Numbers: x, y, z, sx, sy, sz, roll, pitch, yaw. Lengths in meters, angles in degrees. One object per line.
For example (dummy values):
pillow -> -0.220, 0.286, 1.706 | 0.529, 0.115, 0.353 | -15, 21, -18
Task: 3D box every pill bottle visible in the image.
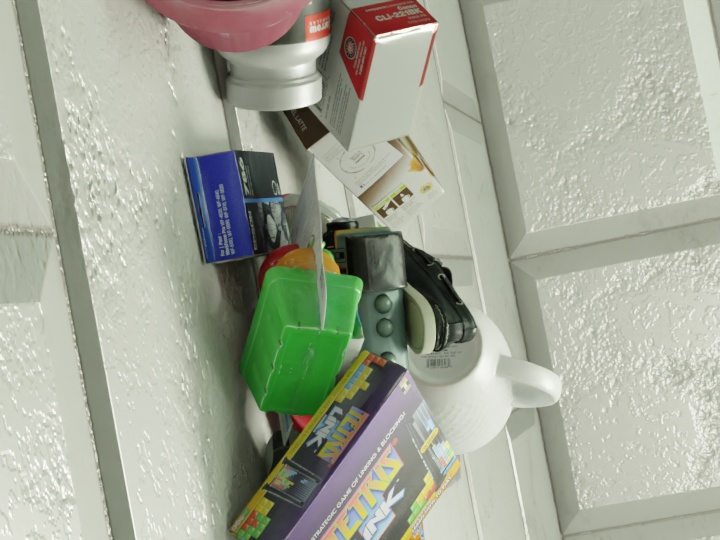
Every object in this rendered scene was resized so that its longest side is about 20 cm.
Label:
pill bottle -> -0.086, -0.262, 1.714 | 0.116, 0.115, 0.201 | -68, 157, -69

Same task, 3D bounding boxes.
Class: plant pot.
plant pot -> -0.111, -0.279, 1.533 | 0.179, 0.199, 0.201 | 95, -13, -74

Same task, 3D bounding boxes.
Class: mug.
mug -> 0.114, 0.109, 1.895 | 0.175, 0.199, 0.148 | 74, 28, -70

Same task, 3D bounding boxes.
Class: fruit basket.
fruit basket -> -0.050, 0.026, 1.610 | 0.200, 0.093, 0.186 | -90, -166, -51

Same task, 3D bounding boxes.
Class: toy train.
toy train -> 0.000, 0.049, 1.676 | 0.114, 0.085, 0.201 | 175, -89, -66

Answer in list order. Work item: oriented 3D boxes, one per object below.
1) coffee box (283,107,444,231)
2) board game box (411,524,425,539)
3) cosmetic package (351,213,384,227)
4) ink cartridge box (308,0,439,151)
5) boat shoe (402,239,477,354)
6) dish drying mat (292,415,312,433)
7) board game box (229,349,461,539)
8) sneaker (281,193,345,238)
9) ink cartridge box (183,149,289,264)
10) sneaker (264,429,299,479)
coffee box -> -0.002, -0.144, 1.965 | 0.200, 0.080, 0.115 | 41, 13, -51
board game box -> 0.028, 0.232, 2.017 | 0.152, 0.045, 0.201 | 47, 34, -68
cosmetic package -> 0.009, 0.017, 2.033 | 0.200, 0.084, 0.108 | 38, 41, -70
ink cartridge box -> -0.021, -0.242, 1.810 | 0.200, 0.083, 0.145 | 50, -38, 33
boat shoe -> 0.061, 0.018, 1.715 | 0.199, 0.066, 0.075 | -127, -144, -65
dish drying mat -> -0.013, 0.169, 1.719 | 0.200, 0.018, 0.077 | 48, 27, -12
board game box -> -0.008, 0.197, 1.564 | 0.200, 0.057, 0.166 | -53, 144, -19
sneaker -> -0.029, 0.013, 1.774 | 0.200, 0.081, 0.088 | 56, 13, -9
ink cartridge box -> -0.110, -0.060, 1.655 | 0.200, 0.039, 0.100 | -19, 99, -78
sneaker -> -0.037, 0.207, 1.672 | 0.200, 0.074, 0.080 | 58, 19, -60
